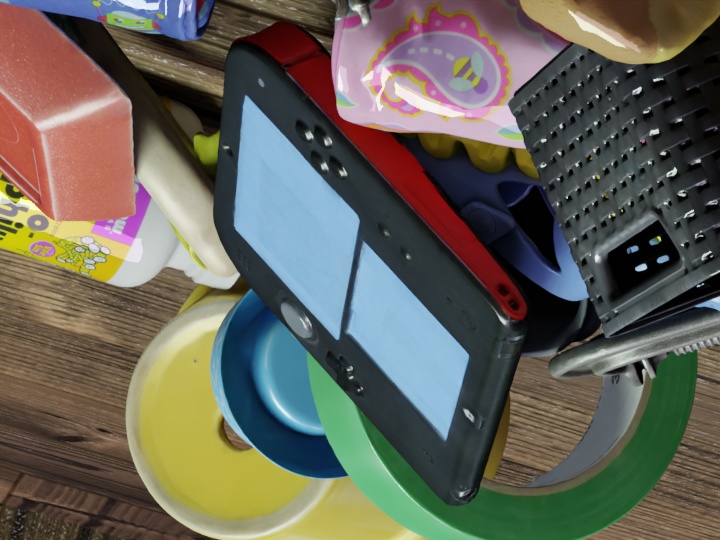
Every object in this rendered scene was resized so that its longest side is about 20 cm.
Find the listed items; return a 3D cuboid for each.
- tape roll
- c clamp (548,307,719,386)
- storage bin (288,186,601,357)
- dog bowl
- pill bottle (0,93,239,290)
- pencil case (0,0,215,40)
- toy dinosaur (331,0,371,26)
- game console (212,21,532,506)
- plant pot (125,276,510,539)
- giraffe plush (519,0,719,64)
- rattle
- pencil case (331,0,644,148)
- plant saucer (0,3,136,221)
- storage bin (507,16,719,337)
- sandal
[{"bbox_3d":[0.073,0.040,1.477,0.200,0.201,0.048,20,164,-20],"label":"tape roll"},{"bbox_3d":[0.180,0.019,1.270,0.200,0.027,0.171,-16,176,5],"label":"c clamp"},{"bbox_3d":[0.070,-0.041,1.347,0.134,0.146,0.200,-9,-175,-43],"label":"storage bin"},{"bbox_3d":[0.006,0.023,1.509,0.112,0.200,0.050,54,161,-10],"label":"dog bowl"},{"bbox_3d":[-0.152,-0.054,1.541,0.200,0.104,0.104,18,166,-15],"label":"pill bottle"},{"bbox_3d":[-0.150,-0.153,1.198,0.200,0.087,0.078,13,167,3],"label":"pencil case"},{"bbox_3d":[0.069,-0.142,1.029,0.181,0.105,0.200,-16,140,29],"label":"toy dinosaur"},{"bbox_3d":[0.000,0.000,1.246,0.177,0.031,0.200,52,161,19],"label":"game console"},{"bbox_3d":[-0.037,0.078,1.636,0.201,0.201,0.189,10,-175,19],"label":"plant pot"},{"bbox_3d":[0.086,-0.153,0.892,0.200,0.173,0.162,-18,-177,-12],"label":"giraffe plush"},{"bbox_3d":[-0.083,-0.106,1.400,0.200,0.143,0.130,56,-163,-10],"label":"rattle"},{"bbox_3d":[0.089,-0.084,1.131,0.200,0.088,0.087,9,165,7],"label":"pencil case"},{"bbox_3d":[-0.185,-0.105,1.329,0.200,0.037,0.200,43,168,7],"label":"plant saucer"},{"bbox_3d":[0.168,-0.061,1.003,0.200,0.094,0.135,-21,173,-19],"label":"storage bin"},{"bbox_3d":[0.095,-0.024,1.190,0.200,0.079,0.087,26,131,28],"label":"sandal"}]
